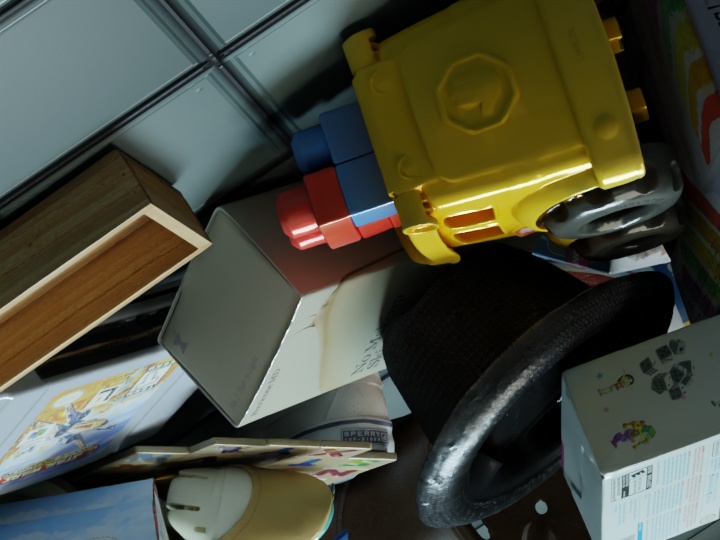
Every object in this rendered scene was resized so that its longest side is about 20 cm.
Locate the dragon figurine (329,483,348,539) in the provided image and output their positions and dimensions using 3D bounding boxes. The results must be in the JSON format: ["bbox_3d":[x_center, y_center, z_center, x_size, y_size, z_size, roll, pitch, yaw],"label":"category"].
[{"bbox_3d":[-0.034,0.185,1.639,0.099,0.059,0.200,-2,-166,32],"label":"dragon figurine"}]

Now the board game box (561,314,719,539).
[{"bbox_3d":[0.206,0.070,1.448,0.200,0.064,0.148,-20,158,-4],"label":"board game box"}]

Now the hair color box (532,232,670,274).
[{"bbox_3d":[0.179,-0.061,1.619,0.200,0.060,0.100,-11,112,-52],"label":"hair color box"}]

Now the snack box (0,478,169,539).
[{"bbox_3d":[-0.179,0.220,1.584,0.168,0.068,0.200,-10,132,0],"label":"snack box"}]

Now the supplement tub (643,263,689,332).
[{"bbox_3d":[0.205,0.024,1.844,0.200,0.145,0.145,-24,162,-28],"label":"supplement tub"}]

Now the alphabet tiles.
[{"bbox_3d":[-0.082,0.119,1.645,0.166,0.006,0.200,3,166,-28],"label":"alphabet tiles"}]

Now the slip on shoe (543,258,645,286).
[{"bbox_3d":[0.069,0.028,1.612,0.200,0.061,0.074,2,147,13],"label":"slip on shoe"}]

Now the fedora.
[{"bbox_3d":[0.075,0.045,1.468,0.200,0.092,0.201,-38,160,-16],"label":"fedora"}]

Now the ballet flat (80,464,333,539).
[{"bbox_3d":[-0.107,0.145,1.608,0.200,0.069,0.063,-16,138,37],"label":"ballet flat"}]

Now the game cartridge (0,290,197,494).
[{"bbox_3d":[-0.158,0.070,1.491,0.200,0.042,0.133,-17,153,-45],"label":"game cartridge"}]

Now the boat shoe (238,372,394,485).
[{"bbox_3d":[-0.035,0.093,1.721,0.071,0.070,0.200,2,167,-20],"label":"boat shoe"}]

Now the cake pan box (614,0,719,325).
[{"bbox_3d":[0.177,-0.079,1.407,0.052,0.185,0.200,-13,160,-7],"label":"cake pan box"}]

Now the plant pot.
[{"bbox_3d":[0.085,0.152,1.743,0.200,0.200,0.198,-25,167,-26],"label":"plant pot"}]

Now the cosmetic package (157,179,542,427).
[{"bbox_3d":[0.000,0.000,1.482,0.200,0.073,0.104,-21,149,-43],"label":"cosmetic package"}]

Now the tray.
[{"bbox_3d":[-0.173,0.021,1.319,0.200,0.037,0.099,-35,163,6],"label":"tray"}]

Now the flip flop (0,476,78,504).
[{"bbox_3d":[-0.215,0.190,1.631,0.200,0.081,0.058,-53,-163,42],"label":"flip flop"}]

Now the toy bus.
[{"bbox_3d":[0.054,-0.058,1.375,0.192,0.136,0.200,-21,168,6],"label":"toy bus"}]
